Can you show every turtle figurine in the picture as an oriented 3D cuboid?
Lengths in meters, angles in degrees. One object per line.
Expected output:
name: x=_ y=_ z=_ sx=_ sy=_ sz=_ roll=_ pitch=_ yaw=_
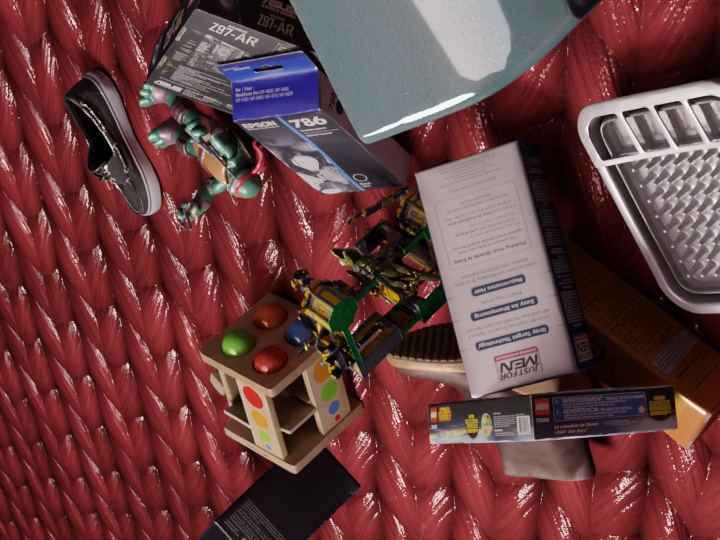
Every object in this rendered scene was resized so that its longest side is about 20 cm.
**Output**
turtle figurine: x=-0.166 y=-0.122 z=1.587 sx=0.200 sy=0.100 sz=0.150 roll=47 pitch=139 yaw=36

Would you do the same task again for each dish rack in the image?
dish rack: x=0.271 y=-0.060 z=1.128 sx=0.171 sy=0.044 sz=0.201 roll=-6 pitch=120 yaw=54

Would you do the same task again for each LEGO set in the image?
LEGO set: x=0.000 y=0.000 z=1.431 sx=0.116 sy=0.200 sz=0.154 roll=33 pitch=165 yaw=35

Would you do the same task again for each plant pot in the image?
plant pot: x=0.081 y=-0.233 z=1.048 sx=0.199 sy=0.196 sz=0.197 roll=-6 pitch=120 yaw=46

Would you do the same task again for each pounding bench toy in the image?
pounding bench toy: x=-0.121 y=0.114 z=1.765 sx=0.199 sy=0.124 sz=0.157 roll=23 pitch=141 yaw=38

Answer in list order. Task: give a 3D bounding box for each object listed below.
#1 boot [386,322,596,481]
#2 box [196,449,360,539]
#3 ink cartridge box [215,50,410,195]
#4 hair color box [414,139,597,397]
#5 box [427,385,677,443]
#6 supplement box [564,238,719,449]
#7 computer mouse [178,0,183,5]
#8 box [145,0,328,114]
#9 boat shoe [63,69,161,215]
boot: x=0.130 y=0.138 z=1.448 sx=0.199 sy=0.072 sz=0.167 roll=1 pitch=122 yaw=19
box: x=-0.122 y=0.337 z=1.961 sx=0.104 sy=0.182 sz=0.200 roll=47 pitch=150 yaw=5
ink cartridge box: x=-0.044 y=-0.131 z=1.353 sx=0.099 sy=0.039 sz=0.200 roll=-4 pitch=154 yaw=33
hair color box: x=0.124 y=-0.001 z=1.258 sx=0.100 sy=0.060 sz=0.201 roll=-16 pitch=84 yaw=25
box: x=0.160 y=0.125 z=1.269 sx=0.200 sy=0.136 sz=0.040 roll=162 pitch=105 yaw=-66
supplement box: x=0.234 y=0.062 z=1.293 sx=0.200 sy=0.069 sz=0.067 roll=38 pitch=148 yaw=16
computer mouse: x=-0.153 y=-0.315 z=1.308 sx=0.139 sy=0.052 sz=0.201 roll=-121 pitch=16 yaw=-50
box: x=-0.078 y=-0.187 z=1.340 sx=0.199 sy=0.044 sz=0.160 roll=17 pitch=156 yaw=-18
boat shoe: x=-0.304 y=-0.142 z=1.778 sx=0.070 sy=0.066 sz=0.201 roll=21 pitch=139 yaw=40
